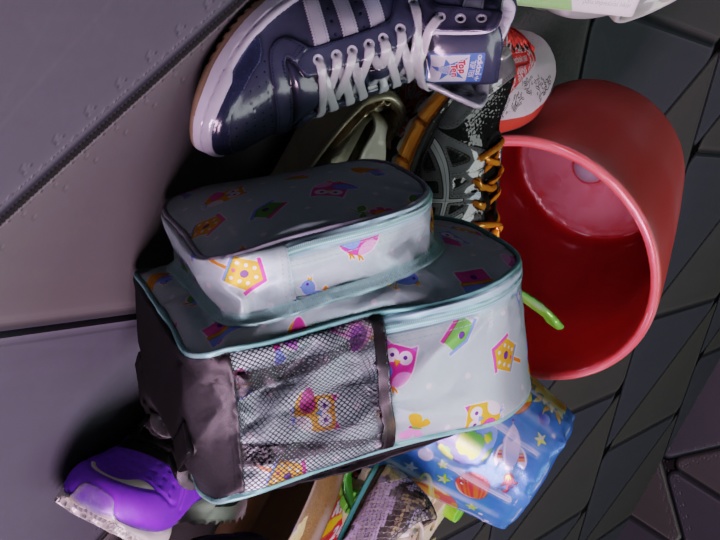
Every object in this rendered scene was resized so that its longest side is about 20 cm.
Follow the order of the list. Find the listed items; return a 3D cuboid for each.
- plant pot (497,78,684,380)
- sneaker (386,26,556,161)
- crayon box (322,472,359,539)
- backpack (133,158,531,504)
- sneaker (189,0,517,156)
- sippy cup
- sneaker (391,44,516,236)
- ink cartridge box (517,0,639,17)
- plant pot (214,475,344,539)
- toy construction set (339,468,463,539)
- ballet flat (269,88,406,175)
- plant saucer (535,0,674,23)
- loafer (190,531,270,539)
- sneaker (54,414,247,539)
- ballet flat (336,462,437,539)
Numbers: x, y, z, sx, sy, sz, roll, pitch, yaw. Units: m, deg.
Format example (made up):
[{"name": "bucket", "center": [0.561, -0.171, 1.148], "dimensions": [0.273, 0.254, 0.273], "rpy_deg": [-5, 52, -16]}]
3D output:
[{"name": "plant pot", "center": [0.156, -0.046, 1.281], "dimensions": [0.177, 0.199, 0.201], "rpy_deg": [-51, 162, -51]}, {"name": "sneaker", "center": [0.086, -0.147, 1.110], "dimensions": [0.201, 0.067, 0.108], "rpy_deg": [-33, 151, -46]}, {"name": "crayon box", "center": [-0.009, 0.134, 1.327], "dimensions": [0.127, 0.051, 0.201], "rpy_deg": [-14, 132, -63]}, {"name": "backpack", "center": [-0.011, 0.023, 0.890], "dimensions": [0.198, 0.176, 0.155], "rpy_deg": [-4, 104, -17]}, {"name": "sneaker", "center": [0.005, -0.111, 0.901], "dimensions": [0.200, 0.108, 0.070], "rpy_deg": [-45, 156, -33]}, {"name": "sippy cup", "center": [0.073, 0.107, 1.180], "dimensions": [0.178, 0.130, 0.140], "rpy_deg": [-59, 177, 33]}, {"name": "sneaker", "center": [0.055, -0.043, 1.017], "dimensions": [0.078, 0.077, 0.201], "rpy_deg": [-38, 154, -58]}, {"name": "ink cartridge box", "center": [0.144, -0.260, 1.015], "dimensions": [0.116, 0.067, 0.201], "rpy_deg": [-1, 125, -33]}, {"name": "plant pot", "center": [-0.060, 0.176, 1.147], "dimensions": [0.201, 0.027, 0.200], "rpy_deg": [-56, -168, 19]}, {"name": "toy construction set", "center": [0.018, 0.197, 1.288], "dimensions": [0.132, 0.092, 0.200], "rpy_deg": [-64, 171, 9]}, {"name": "ballet flat", "center": [-0.034, -0.028, 0.993], "dimensions": [0.201, 0.069, 0.069], "rpy_deg": [-61, 161, 6]}, {"name": "plant saucer", "center": [0.215, -0.223, 1.193], "dimensions": [0.199, 0.050, 0.200], "rpy_deg": [-28, 175, -3]}, {"name": "loafer", "center": [-0.107, 0.205, 1.060], "dimensions": [0.070, 0.069, 0.200], "rpy_deg": [-7, 165, -31]}, {"name": "sneaker", "center": [-0.112, 0.103, 1.016], "dimensions": [0.100, 0.069, 0.200], "rpy_deg": [-68, 163, 6]}, {"name": "ballet flat", "center": [-0.012, 0.220, 1.085], "dimensions": [0.201, 0.072, 0.072], "rpy_deg": [-56, 161, -17]}]
